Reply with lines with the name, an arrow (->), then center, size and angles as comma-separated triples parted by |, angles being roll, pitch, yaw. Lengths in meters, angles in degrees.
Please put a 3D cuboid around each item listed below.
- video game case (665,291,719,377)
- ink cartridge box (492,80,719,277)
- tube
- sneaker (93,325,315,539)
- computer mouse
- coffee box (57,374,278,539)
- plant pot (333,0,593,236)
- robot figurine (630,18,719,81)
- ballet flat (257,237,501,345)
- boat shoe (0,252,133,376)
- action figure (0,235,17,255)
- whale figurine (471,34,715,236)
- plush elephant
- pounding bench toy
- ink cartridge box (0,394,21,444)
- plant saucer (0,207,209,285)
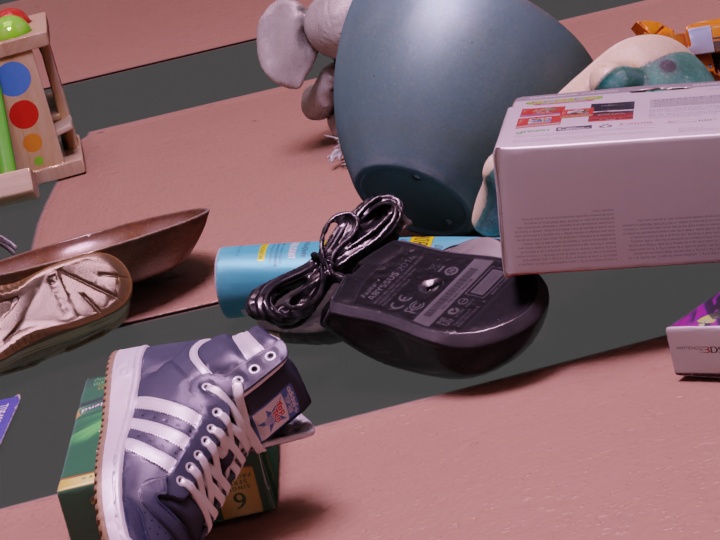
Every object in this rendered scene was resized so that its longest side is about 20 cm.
video game case -> 0.305, 0.011, 1.492 | 0.181, 0.036, 0.200 | -1, 20, 43
ink cartridge box -> 0.189, -0.062, 1.595 | 0.199, 0.084, 0.176 | -3, 14, 8
tube -> 0.000, 0.000, 1.794 | 0.199, 0.051, 0.077 | -6, 24, 11
sneaker -> -0.080, 0.102, 1.373 | 0.108, 0.070, 0.200 | -12, 37, 6
computer mouse -> 0.039, 0.023, 1.614 | 0.200, 0.053, 0.138 | 18, 46, 42
coffee box -> -0.110, 0.101, 1.526 | 0.123, 0.044, 0.200 | -12, 16, 4
plant pot -> 0.061, -0.105, 1.884 | 0.200, 0.200, 0.135 | -1, 55, 40
robot figurine -> 0.285, -0.154, 1.929 | 0.199, 0.058, 0.145 | -6, -16, -21
ballet flat -> 0.021, 0.023, 1.706 | 0.199, 0.057, 0.067 | -10, 50, 26
boat shoe -> -0.258, 0.045, 1.832 | 0.199, 0.072, 0.065 | -18, -23, -14
action figure -> -0.384, -0.017, 2.078 | 0.199, 0.102, 0.119 | -19, 5, -13
whale figurine -> 0.171, -0.077, 1.788 | 0.200, 0.159, 0.104 | -29, 63, -28
plush elephant -> 0.004, -0.192, 2.235 | 0.164, 0.155, 0.200 | -7, 17, 24
pounding bench toy -> -0.337, -0.155, 2.407 | 0.124, 0.156, 0.200 | -15, 16, -4
ink cartridge box -> -0.334, 0.118, 1.673 | 0.199, 0.043, 0.196 | -14, 15, 5
plant saucer -> -0.207, -0.004, 1.954 | 0.200, 0.037, 0.200 | -15, 7, 2
